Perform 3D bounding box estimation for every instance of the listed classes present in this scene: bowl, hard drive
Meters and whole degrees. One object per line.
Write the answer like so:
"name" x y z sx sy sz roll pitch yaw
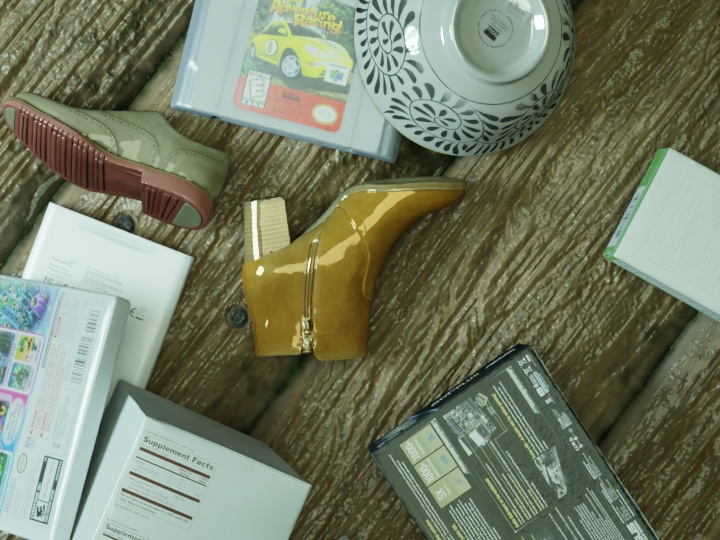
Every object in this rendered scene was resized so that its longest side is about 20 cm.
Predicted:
"bowl" 0.101 -0.196 1.602 0.199 0.094 0.203 -1 93 -15
"hard drive" -0.236 0.060 1.642 0.131 0.027 0.202 21 88 -1

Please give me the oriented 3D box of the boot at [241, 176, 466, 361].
"boot" -0.001 0.000 1.636 0.199 0.071 0.146 -9 95 1

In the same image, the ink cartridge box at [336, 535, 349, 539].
"ink cartridge box" -0.037 0.308 1.552 0.146 0.200 0.083 -34 102 -2

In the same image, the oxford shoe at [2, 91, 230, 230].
"oxford shoe" -0.204 -0.106 1.636 0.199 0.071 0.075 27 62 0

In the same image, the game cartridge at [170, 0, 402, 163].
"game cartridge" -0.051 -0.179 1.647 0.198 0.041 0.135 13 85 -2

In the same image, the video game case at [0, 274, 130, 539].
"video game case" -0.276 0.108 1.574 0.181 0.024 0.202 8 81 42

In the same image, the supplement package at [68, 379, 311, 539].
"supplement package" -0.158 0.219 1.548 0.146 0.191 0.202 24 90 -14

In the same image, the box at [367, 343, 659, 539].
"box" 0.127 0.188 1.621 0.163 0.086 0.201 -34 90 -2

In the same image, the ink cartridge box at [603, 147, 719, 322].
"ink cartridge box" 0.318 -0.010 1.644 0.199 0.059 0.105 29 89 -1
